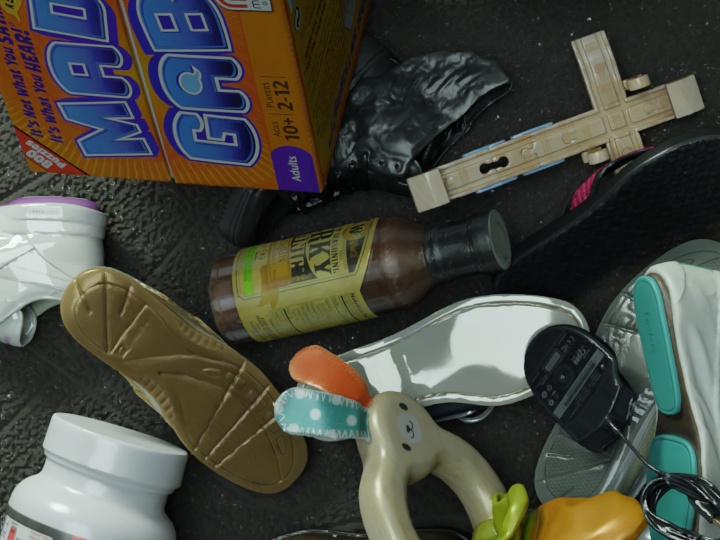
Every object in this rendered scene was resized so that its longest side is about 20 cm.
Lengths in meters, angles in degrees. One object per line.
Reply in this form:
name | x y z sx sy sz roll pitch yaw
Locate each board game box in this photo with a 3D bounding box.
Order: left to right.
board game box | -0.112 -0.194 1.493 0.198 0.200 0.201 4 53 13

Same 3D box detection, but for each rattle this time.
rattle | 0.055 0.111 1.456 0.201 0.130 0.143 59 144 0

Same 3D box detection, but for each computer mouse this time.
computer mouse | 0.167 0.102 1.446 0.059 0.034 0.200 -53 50 17

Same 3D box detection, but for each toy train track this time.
toy train track | 0.127 -0.082 1.534 0.199 0.033 0.116 -20 96 -2

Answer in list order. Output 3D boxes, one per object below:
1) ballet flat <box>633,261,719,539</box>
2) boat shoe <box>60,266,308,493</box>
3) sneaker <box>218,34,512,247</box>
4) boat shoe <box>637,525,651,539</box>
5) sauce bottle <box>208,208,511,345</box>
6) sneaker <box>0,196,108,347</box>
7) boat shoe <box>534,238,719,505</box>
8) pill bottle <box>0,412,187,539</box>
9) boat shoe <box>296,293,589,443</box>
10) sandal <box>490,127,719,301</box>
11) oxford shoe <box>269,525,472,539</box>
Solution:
ballet flat | 0.210 0.093 1.460 0.069 0.069 0.202 -4 97 12
boat shoe | -0.114 0.065 1.582 0.074 0.069 0.200 -44 102 4
sneaker | 0.002 -0.076 1.570 0.104 0.060 0.200 38 89 15
boat shoe | 0.270 0.175 1.497 0.199 0.071 0.070 22 94 19
sauce bottle | 0.000 0.000 1.551 0.199 0.065 0.065 -14 84 20
sneaker | -0.268 0.003 1.617 0.198 0.075 0.101 -4 85 12
boat shoe | 0.185 0.074 1.527 0.074 0.065 0.203 27 87 35
pill bottle | -0.187 0.203 1.568 0.115 0.116 0.202 17 91 13
boat shoe | 0.056 0.066 1.550 0.199 0.062 0.075 -23 84 11
sandal | 0.166 -0.041 1.526 0.199 0.075 0.045 -31 38 23
oxford shoe | -0.022 0.203 1.549 0.198 0.084 0.073 -15 85 13
